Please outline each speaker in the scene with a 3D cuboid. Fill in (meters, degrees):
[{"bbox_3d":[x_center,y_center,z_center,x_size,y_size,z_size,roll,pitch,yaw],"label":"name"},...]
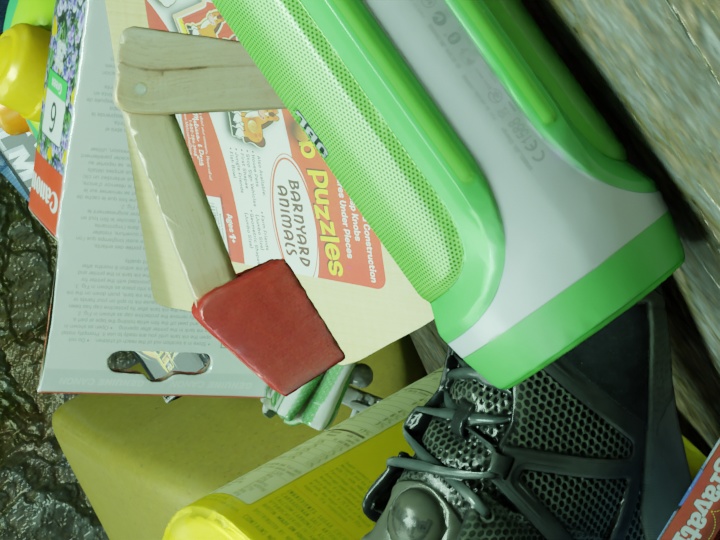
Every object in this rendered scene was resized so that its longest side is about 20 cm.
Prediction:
[{"bbox_3d":[0.016,-0.064,0.864,0.200,0.088,0.088,55,176,1],"label":"speaker"}]

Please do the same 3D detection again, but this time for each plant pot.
[{"bbox_3d":[-0.024,0.130,1.468,0.196,0.194,0.200,64,169,-12],"label":"plant pot"}]

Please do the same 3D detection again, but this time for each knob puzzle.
[{"bbox_3d":[-0.012,-0.060,1.057,0.219,0.030,0.221,20,123,35],"label":"knob puzzle"}]

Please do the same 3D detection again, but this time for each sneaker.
[{"bbox_3d":[0.050,0.044,0.970,0.076,0.114,0.200,28,140,48],"label":"sneaker"}]

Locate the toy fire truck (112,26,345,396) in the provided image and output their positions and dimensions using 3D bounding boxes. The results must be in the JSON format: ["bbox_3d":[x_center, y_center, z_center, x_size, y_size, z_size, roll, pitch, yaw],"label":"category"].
[{"bbox_3d":[-0.034,-0.074,0.954,0.200,0.141,0.049,55,176,-4],"label":"toy fire truck"}]

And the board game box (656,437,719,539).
[{"bbox_3d":[0.127,0.130,1.036,0.019,0.103,0.200,28,167,19],"label":"board game box"}]

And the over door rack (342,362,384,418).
[{"bbox_3d":[0.058,0.143,1.242,0.199,0.148,0.067,23,-161,16],"label":"over door rack"}]

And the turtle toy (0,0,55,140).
[{"bbox_3d":[-0.098,-0.119,1.239,0.145,0.201,0.101,22,161,-27],"label":"turtle toy"}]

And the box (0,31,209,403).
[{"bbox_3d":[-0.083,-0.057,1.427,0.200,0.050,0.198,55,-140,4],"label":"box"}]

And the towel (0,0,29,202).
[{"bbox_3d":[-0.158,-0.080,1.445,0.200,0.048,0.112,46,-139,-8],"label":"towel"}]

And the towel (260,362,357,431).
[{"bbox_3d":[0.000,0.000,1.201,0.023,0.153,0.200,27,177,-4],"label":"towel"}]

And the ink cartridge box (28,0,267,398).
[{"bbox_3d":[-0.079,-0.049,1.158,0.050,0.108,0.201,-141,57,-61],"label":"ink cartridge box"}]

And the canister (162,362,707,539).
[{"bbox_3d":[0.035,0.113,1.084,0.148,0.200,0.087,41,133,24],"label":"canister"}]
